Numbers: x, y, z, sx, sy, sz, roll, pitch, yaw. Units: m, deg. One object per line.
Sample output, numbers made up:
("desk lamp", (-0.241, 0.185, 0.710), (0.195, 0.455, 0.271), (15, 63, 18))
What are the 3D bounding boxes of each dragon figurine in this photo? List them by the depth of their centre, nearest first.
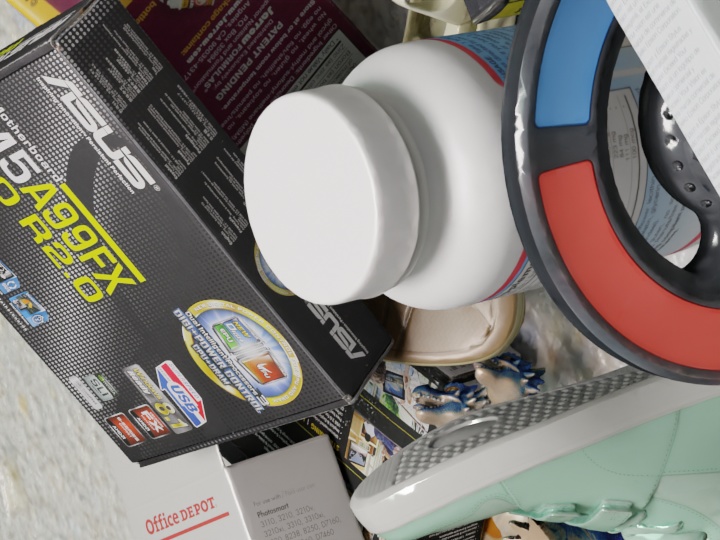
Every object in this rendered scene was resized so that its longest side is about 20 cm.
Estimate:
("dragon figurine", (0.108, 0.113, 0.942), (0.200, 0.099, 0.059), (33, 133, -7))

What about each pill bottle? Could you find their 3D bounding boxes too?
("pill bottle", (0.056, -0.044, 0.855), (0.109, 0.200, 0.109), (18, 114, 48))

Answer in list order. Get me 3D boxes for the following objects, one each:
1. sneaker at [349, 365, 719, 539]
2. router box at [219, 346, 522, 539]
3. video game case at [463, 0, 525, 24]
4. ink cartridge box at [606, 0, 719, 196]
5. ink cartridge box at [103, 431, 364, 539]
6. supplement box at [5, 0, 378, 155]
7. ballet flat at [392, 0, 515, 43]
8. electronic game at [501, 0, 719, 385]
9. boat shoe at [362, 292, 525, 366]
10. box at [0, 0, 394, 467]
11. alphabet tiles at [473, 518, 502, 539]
("sneaker", (0.102, 0.105, 0.855), (0.074, 0.200, 0.118), (-161, 55, -77))
("router box", (-0.012, 0.060, 1.080), (0.200, 0.051, 0.149), (39, 130, 38))
("video game case", (0.086, -0.201, 0.788), (0.026, 0.181, 0.200), (-36, 72, 60))
("ink cartridge box", (0.165, -0.109, 0.702), (0.041, 0.200, 0.200), (-47, 64, 53))
("ink cartridge box", (-0.050, 0.157, 1.063), (0.115, 0.068, 0.200), (-28, 80, 53))
("supplement box", (-0.090, -0.128, 1.003), (0.103, 0.200, 0.131), (-50, 54, -1))
("ballet flat", (0.038, -0.112, 0.968), (0.069, 0.069, 0.200), (33, 125, 42))
("electronic game", (0.136, -0.057, 0.753), (0.042, 0.200, 0.200), (17, 114, 59))
("boat shoe", (0.000, 0.000, 0.972), (0.200, 0.065, 0.071), (16, 91, 37))
("box", (-0.104, -0.011, 0.923), (0.160, 0.044, 0.200), (-19, 116, 46))
("alphabet tiles", (0.015, 0.119, 1.112), (0.166, 0.006, 0.200), (47, 133, 33))
